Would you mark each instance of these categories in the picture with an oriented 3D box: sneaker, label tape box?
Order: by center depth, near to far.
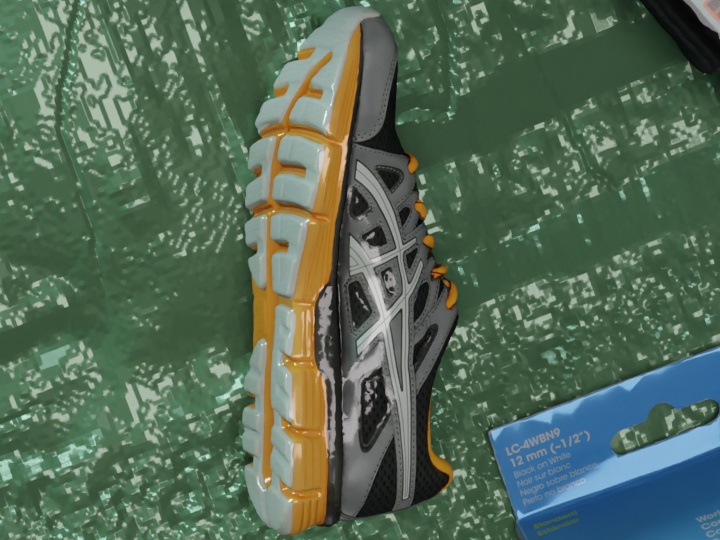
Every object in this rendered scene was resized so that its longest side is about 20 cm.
[{"bbox_3d":[0.000,0.000,0.882,0.077,0.078,0.202,2,97,-19],"label":"sneaker"},{"bbox_3d":[0.150,0.137,0.905,0.142,0.066,0.201,-19,97,-5],"label":"label tape box"}]

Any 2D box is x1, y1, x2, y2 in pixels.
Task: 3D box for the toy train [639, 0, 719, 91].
[{"bbox_3d":[0.194,-0.094,0.892,0.114,0.085,0.200,-42,99,10],"label":"toy train"}]
